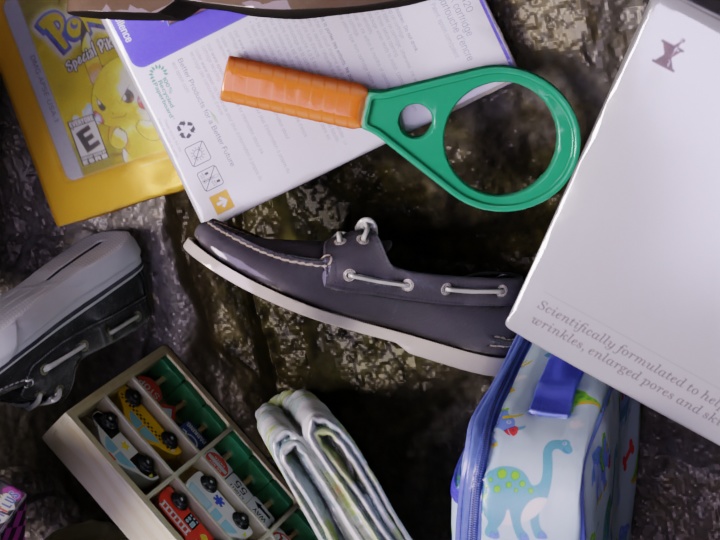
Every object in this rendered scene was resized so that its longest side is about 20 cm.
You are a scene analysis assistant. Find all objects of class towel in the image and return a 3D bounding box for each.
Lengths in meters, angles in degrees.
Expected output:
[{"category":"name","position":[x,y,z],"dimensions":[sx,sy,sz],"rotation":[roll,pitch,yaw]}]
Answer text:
[{"category":"towel","position":[0.000,0.150,1.145],"dimensions":[0.048,0.200,0.172],"rotation":[-28,93,-5]}]

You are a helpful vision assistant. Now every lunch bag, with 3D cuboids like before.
[{"category":"lunch bag","position":[0.102,0.121,1.077],"dimensions":[0.082,0.200,0.162],"rotation":[6,113,14]}]

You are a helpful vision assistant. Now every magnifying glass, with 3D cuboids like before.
[{"category":"magnifying glass","position":[0.022,-0.084,1.101],"dimensions":[0.199,0.022,0.080],"rotation":[12,103,-3]}]

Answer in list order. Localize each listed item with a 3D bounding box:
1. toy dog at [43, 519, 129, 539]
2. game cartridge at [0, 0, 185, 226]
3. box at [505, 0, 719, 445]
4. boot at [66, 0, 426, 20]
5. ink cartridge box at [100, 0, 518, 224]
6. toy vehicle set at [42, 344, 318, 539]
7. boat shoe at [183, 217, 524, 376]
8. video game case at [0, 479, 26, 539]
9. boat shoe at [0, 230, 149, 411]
[{"category":"toy dog","position":[-0.133,0.272,1.240],"dimensions":[0.139,0.194,0.201],"rotation":[-4,99,12]},{"category":"game cartridge","position":[-0.142,-0.141,1.189],"dimensions":[0.175,0.032,0.201],"rotation":[-15,102,27]},{"category":"box","position":[0.211,-0.026,1.020],"dimensions":[0.198,0.131,0.201],"rotation":[29,116,12]},{"category":"boot","position":[-0.056,-0.170,1.063],"dimensions":[0.199,0.074,0.076],"rotation":[3,91,3]},{"category":"ink cartridge box","position":[-0.040,-0.152,1.119],"dimensions":[0.199,0.043,0.199],"rotation":[-25,99,7]},{"category":"toy vehicle set","position":[-0.089,0.145,1.210],"dimensions":[0.200,0.124,0.027],"rotation":[48,119,1]},{"category":"boat shoe","position":[0.000,0.000,1.131],"dimensions":[0.199,0.073,0.063],"rotation":[20,98,-13]},{"category":"video game case","position":[-0.277,0.151,1.149],"dimensions":[0.181,0.036,0.200],"rotation":[25,142,9]},{"category":"boat shoe","position":[-0.191,0.048,1.183],"dimensions":[0.072,0.200,0.071],"rotation":[-3,115,45]}]
